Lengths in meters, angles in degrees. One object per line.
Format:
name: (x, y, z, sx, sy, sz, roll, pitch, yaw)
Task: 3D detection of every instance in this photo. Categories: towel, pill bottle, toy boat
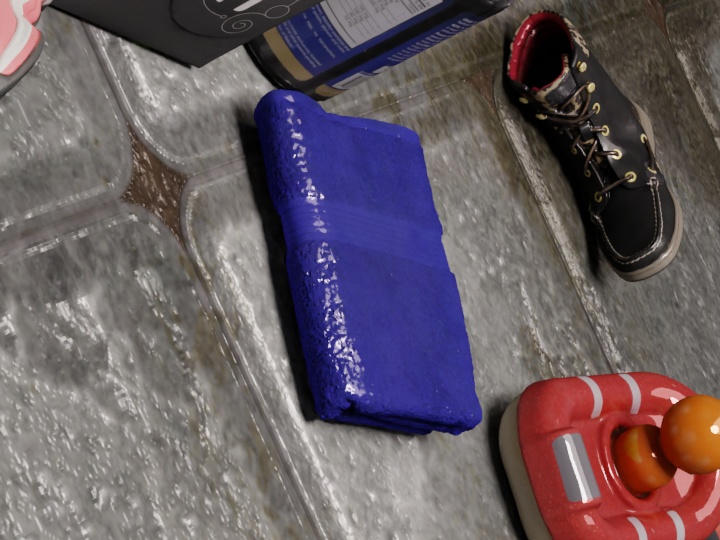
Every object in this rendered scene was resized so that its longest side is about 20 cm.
towel: (0.000, 0.000, 1.227, 0.147, 0.049, 0.201, 13, 58, -50)
pill bottle: (0.028, -0.190, 1.253, 0.112, 0.199, 0.112, 42, 35, -39)
toy boat: (0.192, 0.121, 1.362, 0.199, 0.130, 0.131, 0, 69, -53)

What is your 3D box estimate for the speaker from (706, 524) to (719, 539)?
speaker: (0.270, 0.228, 1.495, 0.081, 0.081, 0.201, -19, 87, -63)

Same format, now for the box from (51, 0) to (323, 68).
box: (-0.103, -0.239, 1.136, 0.148, 0.124, 0.201, 20, 53, -54)

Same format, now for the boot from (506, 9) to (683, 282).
boot: (0.180, -0.099, 1.602, 0.151, 0.073, 0.201, 46, 29, -36)

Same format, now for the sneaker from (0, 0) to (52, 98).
sneaker: (-0.194, -0.127, 0.962, 0.087, 0.074, 0.201, 38, 32, -21)
